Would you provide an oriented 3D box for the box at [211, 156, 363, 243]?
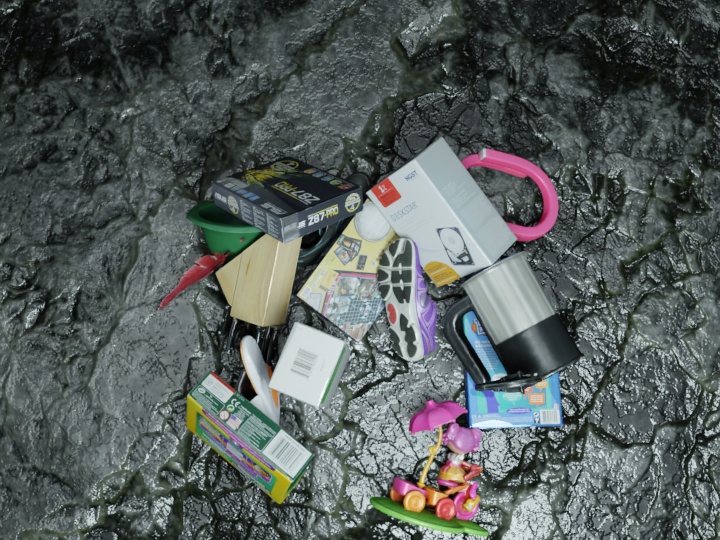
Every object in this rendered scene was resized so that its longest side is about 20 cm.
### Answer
[{"bbox_3d":[-0.119,-0.119,1.273,0.161,0.049,0.200,-26,37,-32],"label":"box"}]

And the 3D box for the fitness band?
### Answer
[{"bbox_3d":[0.242,-0.125,1.328,0.199,0.037,0.144,12,68,-20],"label":"fitness band"}]

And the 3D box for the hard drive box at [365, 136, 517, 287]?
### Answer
[{"bbox_3d":[0.126,-0.088,1.263,0.077,0.156,0.200,-41,96,-31],"label":"hard drive box"}]

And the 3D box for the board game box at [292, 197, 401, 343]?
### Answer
[{"bbox_3d":[0.000,0.000,1.317,0.135,0.035,0.200,39,81,-14],"label":"board game box"}]

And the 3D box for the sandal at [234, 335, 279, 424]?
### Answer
[{"bbox_3d":[-0.172,0.176,1.239,0.059,0.207,0.079,-10,44,5],"label":"sandal"}]

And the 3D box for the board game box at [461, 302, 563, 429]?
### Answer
[{"bbox_3d":[0.245,0.156,1.301,0.151,0.045,0.201,-2,80,1],"label":"board game box"}]

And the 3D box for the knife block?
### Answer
[{"bbox_3d":[-0.150,0.054,1.278,0.200,0.064,0.176,-35,75,25],"label":"knife block"}]

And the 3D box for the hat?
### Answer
[{"bbox_3d":[-0.213,-0.016,1.337,0.199,0.166,0.177,14,112,26],"label":"hat"}]

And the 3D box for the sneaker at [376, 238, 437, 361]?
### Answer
[{"bbox_3d":[0.083,0.045,1.302,0.080,0.083,0.201,2,102,44],"label":"sneaker"}]

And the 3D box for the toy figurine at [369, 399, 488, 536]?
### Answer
[{"bbox_3d":[0.133,0.296,1.228,0.199,0.150,0.185,19,82,-18],"label":"toy figurine"}]

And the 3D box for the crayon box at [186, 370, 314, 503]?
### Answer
[{"bbox_3d":[-0.175,0.260,1.221,0.200,0.173,0.058,38,63,7],"label":"crayon box"}]

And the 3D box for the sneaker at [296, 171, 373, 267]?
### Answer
[{"bbox_3d":[-0.046,-0.089,1.336,0.075,0.079,0.200,37,81,7],"label":"sneaker"}]

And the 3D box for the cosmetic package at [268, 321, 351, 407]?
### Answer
[{"bbox_3d":[-0.075,0.150,1.229,0.085,0.200,0.108,21,83,6],"label":"cosmetic package"}]

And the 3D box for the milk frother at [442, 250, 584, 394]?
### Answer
[{"bbox_3d":[0.220,0.086,1.191,0.180,0.200,0.189,-29,80,-1],"label":"milk frother"}]
